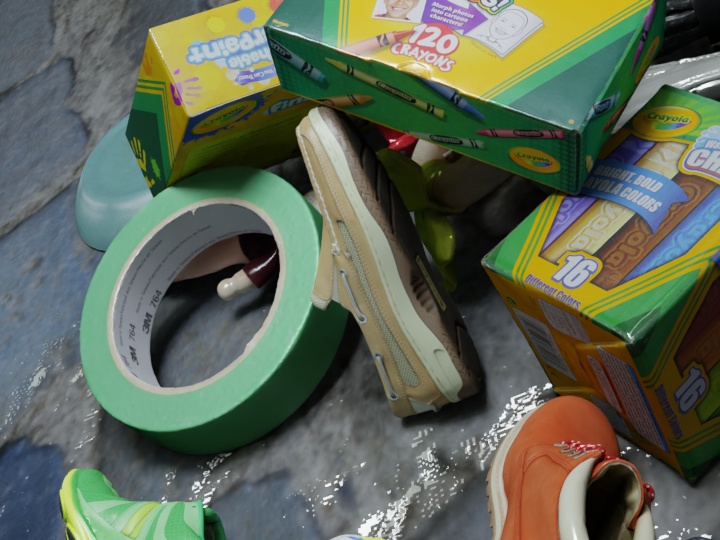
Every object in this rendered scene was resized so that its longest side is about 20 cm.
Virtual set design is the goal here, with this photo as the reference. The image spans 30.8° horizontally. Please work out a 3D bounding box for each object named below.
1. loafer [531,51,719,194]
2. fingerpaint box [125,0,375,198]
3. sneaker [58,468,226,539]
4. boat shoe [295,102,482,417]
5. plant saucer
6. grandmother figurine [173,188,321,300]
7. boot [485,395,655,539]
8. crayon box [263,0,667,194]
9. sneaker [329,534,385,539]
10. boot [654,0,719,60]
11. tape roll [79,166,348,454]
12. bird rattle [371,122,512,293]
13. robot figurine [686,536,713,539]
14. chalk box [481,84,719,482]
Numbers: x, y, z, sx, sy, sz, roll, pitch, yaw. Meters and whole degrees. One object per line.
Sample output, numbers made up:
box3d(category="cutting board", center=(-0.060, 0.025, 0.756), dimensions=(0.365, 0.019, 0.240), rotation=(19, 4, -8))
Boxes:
box3d(category="loafer", center=(0.200, -0.114, 0.879), dimensions=(0.199, 0.070, 0.070), rotation=(-17, 48, 20))
box3d(category="fingerpaint box", center=(-0.064, -0.139, 0.967), dimensions=(0.199, 0.074, 0.167), rotation=(-23, -11, -22))
box3d(category="sneaker", center=(-0.126, 0.177, 0.803), dimensions=(0.083, 0.075, 0.200), rotation=(-21, 27, -28))
box3d(category="boat shoe", center=(0.000, 0.000, 0.799), dimensions=(0.076, 0.201, 0.072), rotation=(-25, 5, 17))
box3d(category="plant saucer", center=(-0.177, -0.101, 1.162), dimensions=(0.199, 0.036, 0.201), rotation=(-20, 39, 16))
box3d(category="grandmother figurine", center=(-0.081, -0.027, 0.995), dimensions=(0.199, 0.061, 0.122), rotation=(-13, 50, 28))
box3d(category="boot", center=(0.110, 0.113, 0.638), dimensions=(0.108, 0.075, 0.200), rotation=(-59, 4, 34))
box3d(category="crayon box", center=(0.060, -0.134, 0.751), dimensions=(0.199, 0.058, 0.119), rotation=(22, 62, 22))
box3d(category="sneaker", center=(0.009, 0.188, 0.640), dimensions=(0.200, 0.105, 0.076), rotation=(31, 98, 49))
box3d(category="boot", center=(0.245, -0.187, 0.848), dimensions=(0.156, 0.080, 0.211), rotation=(-6, 0, 11))
box3d(category="tape roll", center=(-0.104, 0.025, 0.914), dimensions=(0.199, 0.048, 0.202), rotation=(-15, 57, 24))
box3d(category="bird rattle", center=(0.076, -0.088, 0.899), dimensions=(0.163, 0.113, 0.200), rotation=(-32, 19, 35))
box3d(category="robot figurine", center=(0.178, 0.192, 0.515), dimensions=(0.200, 0.125, 0.150), rotation=(-41, 34, -11))
box3d(category="chalk box", center=(0.192, -0.011, 0.726), dimensions=(0.200, 0.125, 0.124), rotation=(-43, 38, -11))
